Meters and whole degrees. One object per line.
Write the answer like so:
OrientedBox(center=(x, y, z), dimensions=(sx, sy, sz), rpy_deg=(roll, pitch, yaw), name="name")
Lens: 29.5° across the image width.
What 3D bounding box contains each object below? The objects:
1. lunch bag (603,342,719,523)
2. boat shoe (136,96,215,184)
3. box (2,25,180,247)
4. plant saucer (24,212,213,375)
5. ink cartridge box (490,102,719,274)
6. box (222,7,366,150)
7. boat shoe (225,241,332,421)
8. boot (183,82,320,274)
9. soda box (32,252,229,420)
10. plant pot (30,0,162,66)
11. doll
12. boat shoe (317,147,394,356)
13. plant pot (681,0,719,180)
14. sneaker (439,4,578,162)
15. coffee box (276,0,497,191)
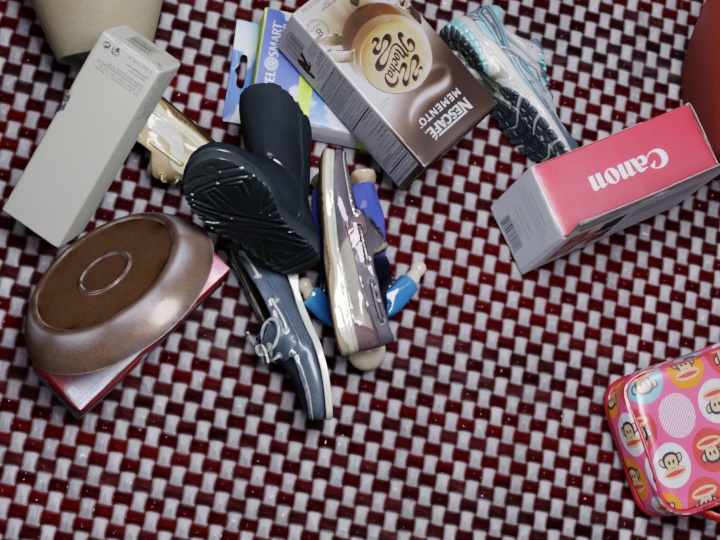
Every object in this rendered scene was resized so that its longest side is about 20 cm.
OrientedBox(center=(0.364, 0.171, 1.406), dimensions=(0.197, 0.082, 0.179), rpy_deg=(-15, 80, -17), name="lunch bag")
OrientedBox(center=(-0.190, -0.123, 1.365), dimensions=(0.200, 0.074, 0.067), rpy_deg=(41, 93, -7), name="boat shoe")
OrientedBox(center=(-0.253, -0.127, 1.290), dimensions=(0.068, 0.082, 0.201), rpy_deg=(34, 104, -2), name="box")
OrientedBox(center=(-0.230, 0.011, 1.261), dimensions=(0.200, 0.199, 0.032), rpy_deg=(-45, 128, -19), name="plant saucer")
OrientedBox(center=(0.259, -0.090, 1.402), dimensions=(0.198, 0.176, 0.085), rpy_deg=(-23, 81, -18), name="ink cartridge box")
OrientedBox(center=(-0.037, -0.197, 1.429), dimensions=(0.197, 0.048, 0.124), rpy_deg=(10, 73, -11), name="box")
OrientedBox(center=(-0.079, 0.056, 1.336), dimensions=(0.061, 0.075, 0.203), rpy_deg=(-15, 78, -18), name="boat shoe")
OrientedBox(center=(-0.104, -0.111, 1.293), dimensions=(0.076, 0.200, 0.170), rpy_deg=(-21, 55, 20), name="boot")
OrientedBox(center=(-0.219, 0.048, 1.311), dimensions=(0.070, 0.063, 0.200), rpy_deg=(44, 71, 1), name="soda box")
OrientedBox(center=(-0.264, -0.310, 1.349), dimensions=(0.184, 0.187, 0.203), rpy_deg=(-5, 90, -14), name="plant pot")
OrientedBox(center=(0.000, 0.000, 1.383), dimensions=(0.134, 0.048, 0.203), rpy_deg=(-3, 76, -11), name="doll")
OrientedBox(center=(-0.005, -0.020, 1.328), dimensions=(0.064, 0.072, 0.203), rpy_deg=(-6, 80, -4), name="boat shoe")
OrientedBox(center=(0.445, -0.186, 1.472), dimensions=(0.197, 0.176, 0.203), rpy_deg=(4, 74, -13), name="plant pot")
OrientedBox(center=(0.177, -0.205, 1.467), dimensions=(0.086, 0.078, 0.201), rpy_deg=(-37, 86, -23), name="sneaker")
OrientedBox(center=(0.026, -0.198, 1.376), dimensions=(0.113, 0.080, 0.200), rpy_deg=(-41, 89, -22), name="coffee box")
